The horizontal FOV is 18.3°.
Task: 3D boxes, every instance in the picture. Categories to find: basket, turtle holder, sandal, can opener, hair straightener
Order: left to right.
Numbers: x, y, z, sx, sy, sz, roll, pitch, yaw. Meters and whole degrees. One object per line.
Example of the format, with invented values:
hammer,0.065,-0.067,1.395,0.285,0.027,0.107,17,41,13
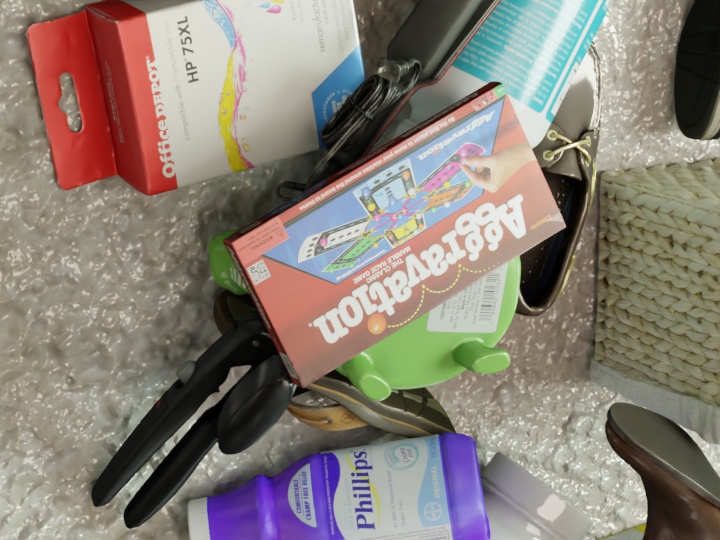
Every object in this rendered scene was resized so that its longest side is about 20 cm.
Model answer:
can opener,-0.109,0.097,1.433,0.063,0.079,0.200,45,122,-9
sandal,-0.022,0.078,1.507,0.199,0.082,0.055,29,112,-34
turtle holder,0.006,0.008,1.457,0.185,0.132,0.142,-27,118,-9
hair straightener,0.012,-0.120,1.393,0.041,0.077,0.200,45,97,15
basket,0.286,0.013,1.548,0.197,0.200,0.162,-7,103,-21

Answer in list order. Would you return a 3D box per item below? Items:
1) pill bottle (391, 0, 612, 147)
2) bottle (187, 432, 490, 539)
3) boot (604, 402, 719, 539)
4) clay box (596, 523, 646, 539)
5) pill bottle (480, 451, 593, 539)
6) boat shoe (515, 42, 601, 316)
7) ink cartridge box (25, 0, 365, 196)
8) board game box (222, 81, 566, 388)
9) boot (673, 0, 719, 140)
pill bottle,0.094,-0.156,1.470,0.110,0.111,0.201,27,90,-27
bottle,-0.015,0.162,1.494,0.198,0.084,0.065,-8,143,2
boot,0.170,0.201,1.496,0.186,0.064,0.200,37,113,-22
clay box,0.275,0.211,1.637,0.199,0.115,0.048,-14,109,-20
pill bottle,0.072,0.232,1.554,0.112,0.112,0.201,37,86,-26
boat shoe,0.131,-0.068,1.536,0.071,0.059,0.202,12,97,-25
ink cartridge box,-0.101,-0.121,1.416,0.199,0.067,0.117,-17,111,-20
board game box,0.023,-0.023,1.365,0.199,0.019,0.103,-31,109,-15
boot,0.312,-0.177,1.586,0.150,0.073,0.202,13,92,-26
